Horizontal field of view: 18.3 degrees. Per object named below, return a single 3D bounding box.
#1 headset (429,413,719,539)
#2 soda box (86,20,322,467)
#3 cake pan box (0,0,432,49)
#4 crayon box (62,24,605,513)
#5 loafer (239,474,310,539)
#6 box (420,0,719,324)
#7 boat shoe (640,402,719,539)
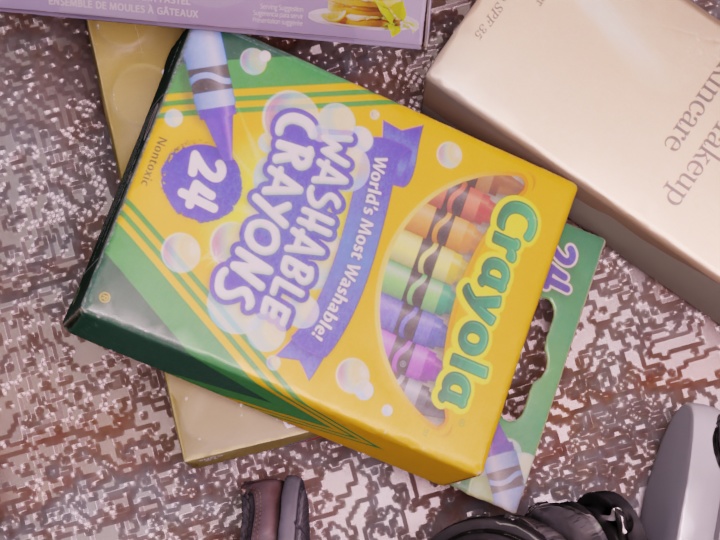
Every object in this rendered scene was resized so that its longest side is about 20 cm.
[{"bbox_3d":[0.070,0.108,0.857,0.199,0.123,0.095,-9,87,39],"label":"headset"},{"bbox_3d":[-0.062,-0.023,0.932,0.067,0.064,0.202,-13,83,-2],"label":"soda box"},{"bbox_3d":[-0.055,-0.167,0.903,0.183,0.053,0.201,8,38,1],"label":"cake pan box"},{"bbox_3d":[0.000,0.000,0.877,0.199,0.052,0.127,23,74,-11],"label":"crayon box"},{"bbox_3d":[-0.056,0.183,0.906,0.062,0.072,0.202,3,86,5],"label":"loafer"},{"bbox_3d":[0.131,-0.052,0.926,0.199,0.078,0.095,34,83,5],"label":"box"},{"bbox_3d":[0.146,0.157,0.908,0.066,0.070,0.202,7,83,-7],"label":"boat shoe"}]
